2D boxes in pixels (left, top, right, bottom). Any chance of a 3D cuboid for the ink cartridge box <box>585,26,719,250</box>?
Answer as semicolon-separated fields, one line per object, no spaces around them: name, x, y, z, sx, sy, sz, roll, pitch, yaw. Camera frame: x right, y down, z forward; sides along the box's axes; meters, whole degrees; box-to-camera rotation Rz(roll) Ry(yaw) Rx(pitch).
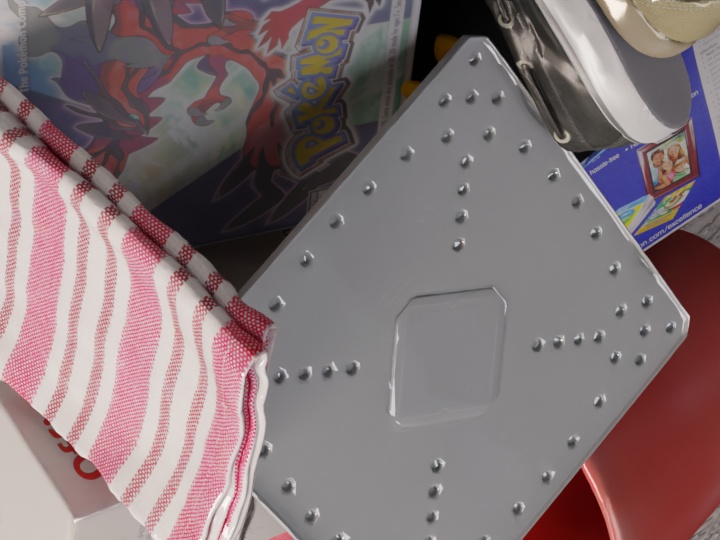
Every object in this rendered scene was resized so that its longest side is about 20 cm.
ink cartridge box;0.162;-0.106;1.198;0.197;0.047;0.200;-32;140;-7

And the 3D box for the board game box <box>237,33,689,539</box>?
board game box;0.030;0.033;1.006;0.200;0.026;0.200;-49;127;-12

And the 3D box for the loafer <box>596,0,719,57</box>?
loafer;0.092;-0.173;0.899;0.068;0.076;0.200;-19;122;37

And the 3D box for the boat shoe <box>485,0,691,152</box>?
boat shoe;0.064;-0.131;0.951;0.057;0.200;0.069;-18;-157;36

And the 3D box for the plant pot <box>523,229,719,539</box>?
plant pot;0.133;0.077;1.312;0.177;0.200;0.201;-32;153;-29

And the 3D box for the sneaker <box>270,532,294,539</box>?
sneaker;-0.055;0.116;1.261;0.087;0.074;0.200;-18;147;-27

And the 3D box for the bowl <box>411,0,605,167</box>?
bowl;0.057;-0.100;1.056;0.200;0.039;0.201;-18;139;-16

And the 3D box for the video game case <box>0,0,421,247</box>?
video game case;-0.064;-0.082;0.948;0.182;0.023;0.200;-12;141;-16

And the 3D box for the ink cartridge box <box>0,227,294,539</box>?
ink cartridge box;-0.080;0.047;1.048;0.200;0.147;0.083;-21;148;-30

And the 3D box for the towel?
towel;-0.112;0.014;0.909;0.030;0.200;0.146;-33;152;-34
